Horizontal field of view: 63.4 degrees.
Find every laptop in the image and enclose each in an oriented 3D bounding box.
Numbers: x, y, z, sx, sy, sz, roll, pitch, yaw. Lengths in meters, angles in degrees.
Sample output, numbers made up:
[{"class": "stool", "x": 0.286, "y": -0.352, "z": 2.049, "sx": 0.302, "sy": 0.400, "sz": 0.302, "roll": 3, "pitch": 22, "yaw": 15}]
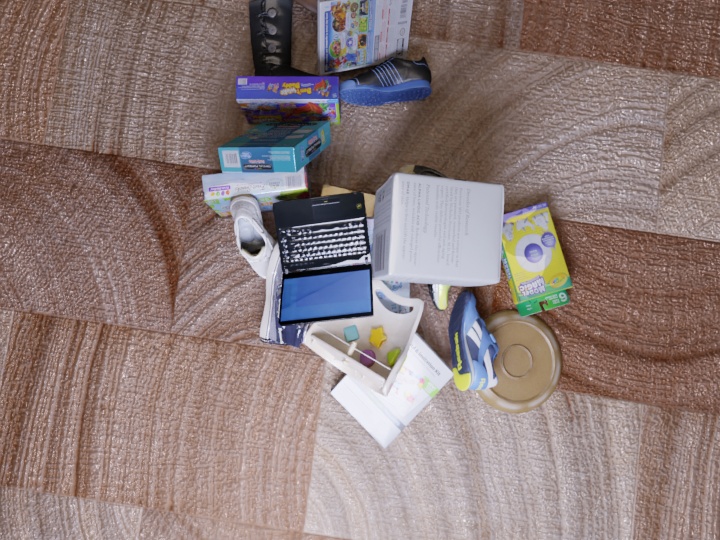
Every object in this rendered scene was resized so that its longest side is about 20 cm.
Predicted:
[{"class": "laptop", "x": -0.069, "y": -0.023, "z": 1.031, "sx": 0.171, "sy": 0.103, "sz": 0.208, "roll": -6, "pitch": 101, "yaw": 4}]

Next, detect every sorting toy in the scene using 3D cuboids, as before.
[{"class": "sorting toy", "x": 0.028, "y": 0.111, "z": 1.064, "sx": 0.196, "sy": 0.107, "sz": 0.183, "roll": 25, "pitch": 76, "yaw": 33}]

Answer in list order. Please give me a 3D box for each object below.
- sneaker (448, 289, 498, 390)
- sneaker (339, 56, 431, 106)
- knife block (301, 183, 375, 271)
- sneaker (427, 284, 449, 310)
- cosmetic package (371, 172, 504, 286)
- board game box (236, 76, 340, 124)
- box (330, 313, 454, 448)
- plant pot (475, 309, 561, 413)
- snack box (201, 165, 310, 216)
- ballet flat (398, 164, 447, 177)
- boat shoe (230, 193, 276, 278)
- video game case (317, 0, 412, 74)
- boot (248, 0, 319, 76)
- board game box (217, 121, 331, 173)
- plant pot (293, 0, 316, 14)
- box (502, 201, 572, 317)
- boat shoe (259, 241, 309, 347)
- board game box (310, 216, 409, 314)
[{"class": "sneaker", "x": 0.220, "y": 0.136, "z": 1.127, "sx": 0.079, "sy": 0.074, "sz": 0.206, "roll": 9, "pitch": 60, "yaw": -14}, {"class": "sneaker", "x": 0.049, "y": -0.392, "z": 1.196, "sx": 0.192, "sy": 0.070, "sz": 0.081, "roll": -4, "pitch": 75, "yaw": -3}, {"class": "knife block", "x": -0.046, "y": -0.071, "z": 1.165, "sx": 0.193, "sy": 0.064, "sz": 0.182, "roll": 11, "pitch": 86, "yaw": 1}, {"class": "sneaker", "x": 0.180, "y": -0.022, "z": 1.148, "sx": 0.087, "sy": 0.078, "sz": 0.208, "roll": 6, "pitch": 92, "yaw": -2}, {"class": "cosmetic package", "x": 0.129, "y": -0.064, "z": 1.026, "sx": 0.193, "sy": 0.165, "sz": 0.172, "roll": 4, "pitch": 87, "yaw": -10}, {"class": "board game box", "x": -0.137, "y": -0.334, "z": 1.152, "sx": 0.192, "sy": 0.135, "sz": 0.047, "roll": 0, "pitch": 84, "yaw": 0}, {"class": "box", "x": 0.061, "y": 0.215, "z": 1.129, "sx": 0.156, "sy": 0.041, "sz": 0.200, "roll": 44, "pitch": 93, "yaw": -3}, {"class": "plant pot", "x": 0.310, "y": 0.181, "z": 1.161, "sx": 0.192, "sy": 0.027, "sz": 0.208, "roll": 0, "pitch": 84, "yaw": -1}, {"class": "snack box", "x": -0.194, "y": -0.154, "z": 1.131, "sx": 0.192, "sy": 0.142, "sz": 0.055, "roll": -7, "pitch": 82, "yaw": -2}, {"class": "ballet flat", "x": 0.167, "y": -0.165, "z": 1.176, "sx": 0.195, "sy": 0.057, "sz": 0.068, "roll": 24, "pitch": 85, "yaw": 2}, {"class": "boat shoe", "x": -0.201, "y": -0.045, "z": 1.101, "sx": 0.068, "sy": 0.203, "sz": 0.071, "roll": -13, "pitch": 46, "yaw": 5}, {"class": "video game case", "x": 0.009, "y": -0.471, "z": 1.145, "sx": 0.194, "sy": 0.146, "sz": 0.018, "roll": -17, "pitch": 51, "yaw": -18}, {"class": "boot", "x": -0.148, "y": -0.462, "z": 1.204, "sx": 0.158, "sy": 0.066, "sz": 0.208, "roll": -2, "pitch": 81, "yaw": -2}, {"class": "board game box", "x": -0.155, "y": -0.235, "z": 1.099, "sx": 0.146, "sy": 0.201, "sz": 0.048, "roll": 3, "pitch": 117, "yaw": 16}, {"class": "plant pot", "x": -0.038, "y": -0.576, "z": 1.166, "sx": 0.198, "sy": 0.187, "sz": 0.190, "roll": 36, "pitch": 85, "yaw": -14}, {"class": "box", "x": 0.343, "y": -0.021, "z": 1.163, "sx": 0.113, "sy": 0.048, "sz": 0.207, "roll": -15, "pitch": 83, "yaw": -1}, {"class": "boat shoe", "x": -0.134, "y": 0.050, "z": 1.131, "sx": 0.090, "sy": 0.075, "sz": 0.207, "roll": 13, "pitch": 104, "yaw": 14}, {"class": "board game box", "x": 0.000, "y": 0.000, "z": 1.127, "sx": 0.192, "sy": 0.043, "sz": 0.207, "roll": -2, "pitch": 103, "yaw": -10}]
